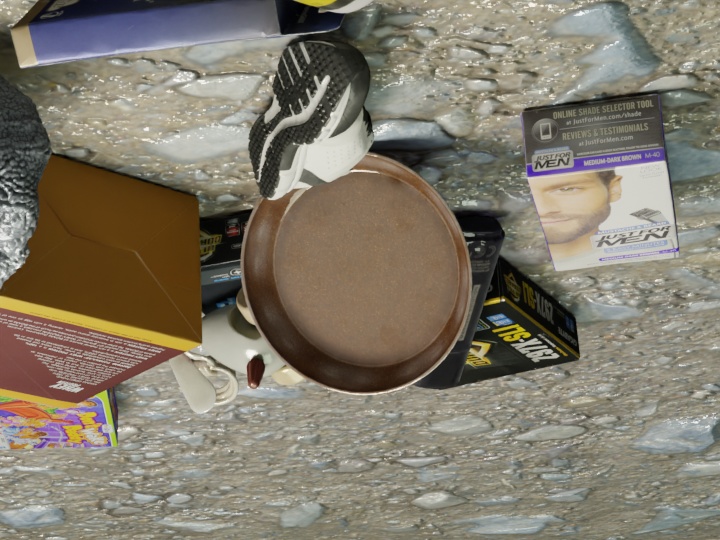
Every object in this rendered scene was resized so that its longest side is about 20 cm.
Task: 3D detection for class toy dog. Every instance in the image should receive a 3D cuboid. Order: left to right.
[{"bbox_3d":[-0.128,0.074,1.656,0.200,0.096,0.132,-29,114,40],"label":"toy dog"}]

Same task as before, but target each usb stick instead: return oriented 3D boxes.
[{"bbox_3d":[0.084,0.032,1.720,0.055,0.033,0.200,0,134,-15],"label":"usb stick"}]

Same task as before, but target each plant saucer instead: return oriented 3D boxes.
[{"bbox_3d":[0.000,0.000,1.553,0.200,0.201,0.034,-14,-175,24],"label":"plant saucer"}]

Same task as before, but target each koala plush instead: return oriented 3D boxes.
[{"bbox_3d":[-0.335,-0.061,1.316,0.200,0.178,0.184,-4,157,-47],"label":"koala plush"}]

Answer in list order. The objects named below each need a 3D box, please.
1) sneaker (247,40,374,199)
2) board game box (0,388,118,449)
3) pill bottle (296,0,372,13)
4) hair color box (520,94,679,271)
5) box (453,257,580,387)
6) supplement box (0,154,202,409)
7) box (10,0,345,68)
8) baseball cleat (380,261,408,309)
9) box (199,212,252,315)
[{"bbox_3d":[-0.024,-0.117,1.410,0.080,0.074,0.200,-11,166,-20],"label":"sneaker"},{"bbox_3d":[-0.324,0.134,1.990,0.134,0.045,0.200,-2,158,-4],"label":"board game box"},{"bbox_3d":[-0.075,-0.221,1.073,0.200,0.111,0.111,12,153,-33],"label":"pill bottle"},{"bbox_3d":[0.197,-0.067,1.550,0.109,0.065,0.200,-7,156,10],"label":"hair color box"},{"bbox_3d":[0.103,0.055,1.853,0.159,0.049,0.200,-15,155,23],"label":"box"},{"bbox_3d":[-0.269,0.011,1.581,0.197,0.133,0.200,16,151,-39],"label":"supplement box"},{"bbox_3d":[-0.104,-0.169,1.195,0.200,0.121,0.032,-4,114,10],"label":"box"},{"bbox_3d":[-0.002,0.039,1.653,0.106,0.070,0.200,3,154,-1],"label":"baseball cleat"},{"bbox_3d":[-0.055,-0.005,1.686,0.200,0.046,0.159,-9,157,13],"label":"box"}]
